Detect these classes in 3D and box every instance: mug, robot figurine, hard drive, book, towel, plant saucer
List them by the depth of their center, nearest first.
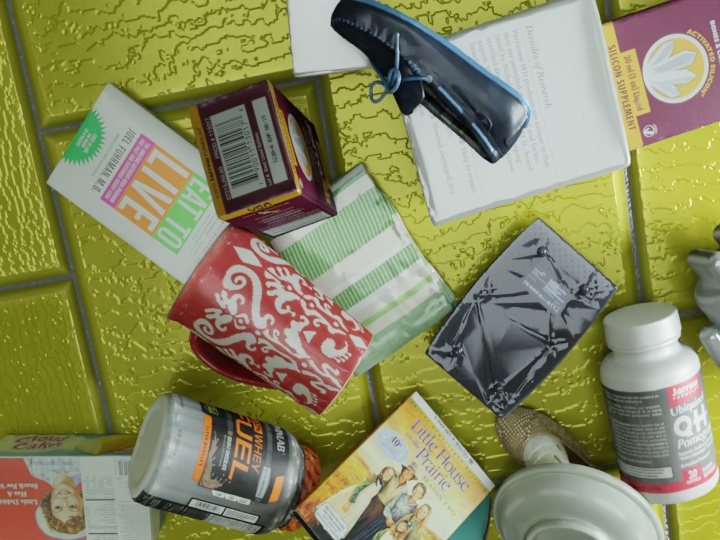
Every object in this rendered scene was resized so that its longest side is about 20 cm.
[{"bbox_3d":[0.443,0.042,0.984,0.169,0.113,0.200,-43,97,3],"label":"robot figurine"},{"bbox_3d":[-0.099,0.061,1.018,0.198,0.178,0.135,36,69,-2],"label":"mug"},{"bbox_3d":[-0.235,-0.096,1.028,0.198,0.048,0.135,35,97,-3],"label":"book"},{"bbox_3d":[0.180,0.053,1.035,0.134,0.042,0.201,38,101,-5],"label":"hard drive"},{"bbox_3d":[0.242,0.308,1.035,0.196,0.050,0.203,13,129,16],"label":"plant saucer"},{"bbox_3d":[0.000,0.000,1.045,0.151,0.023,0.202,-33,100,10],"label":"towel"}]

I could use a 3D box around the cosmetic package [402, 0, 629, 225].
[{"bbox_3d":[0.143,-0.162,0.921,0.196,0.167,0.170,-16,98,6],"label":"cosmetic package"}]

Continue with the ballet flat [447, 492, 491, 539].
[{"bbox_3d":[0.113,0.336,1.077,0.066,0.067,0.204,12,69,4],"label":"ballet flat"}]

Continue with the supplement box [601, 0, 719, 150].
[{"bbox_3d":[0.342,-0.217,0.940,0.196,0.103,0.134,-18,99,6],"label":"supplement box"}]

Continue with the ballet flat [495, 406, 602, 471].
[{"bbox_3d":[0.242,0.235,1.058,0.199,0.065,0.071,38,99,-5],"label":"ballet flat"}]

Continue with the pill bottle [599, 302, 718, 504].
[{"bbox_3d":[0.328,0.144,1.012,0.108,0.111,0.205,-13,101,5],"label":"pill bottle"}]

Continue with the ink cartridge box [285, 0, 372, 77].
[{"bbox_3d":[-0.033,-0.303,0.920,0.082,0.145,0.205,-4,102,3],"label":"ink cartridge box"}]

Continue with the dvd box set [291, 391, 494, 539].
[{"bbox_3d":[0.040,0.258,1.026,0.199,0.029,0.147,-39,86,-24],"label":"dvd box set"}]

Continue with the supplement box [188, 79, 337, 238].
[{"bbox_3d":[-0.092,-0.106,0.925,0.084,0.200,0.113,-17,85,8],"label":"supplement box"}]

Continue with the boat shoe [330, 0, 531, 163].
[{"bbox_3d":[0.055,-0.165,0.790,0.198,0.084,0.070,31,89,1],"label":"boat shoe"}]

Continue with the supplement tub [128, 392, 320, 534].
[{"bbox_3d":[-0.152,0.224,1.028,0.197,0.123,0.124,22,103,-24],"label":"supplement tub"}]

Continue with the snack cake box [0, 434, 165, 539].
[{"bbox_3d":[-0.340,0.264,1.093,0.195,0.067,0.118,0,102,3],"label":"snack cake box"}]
